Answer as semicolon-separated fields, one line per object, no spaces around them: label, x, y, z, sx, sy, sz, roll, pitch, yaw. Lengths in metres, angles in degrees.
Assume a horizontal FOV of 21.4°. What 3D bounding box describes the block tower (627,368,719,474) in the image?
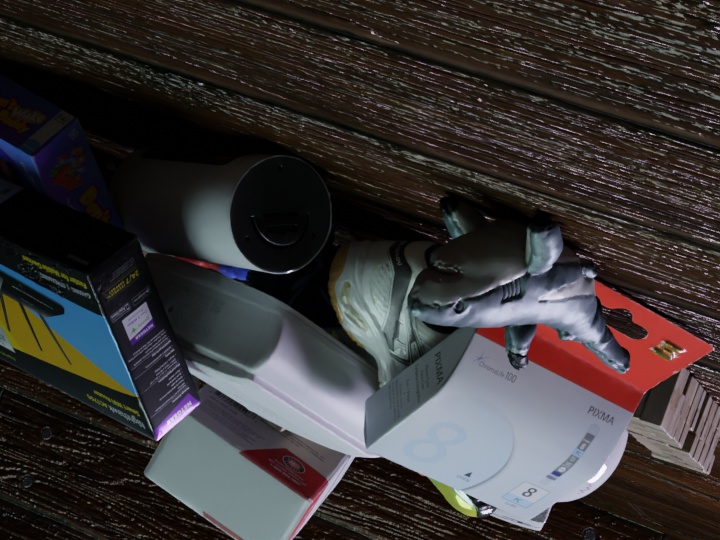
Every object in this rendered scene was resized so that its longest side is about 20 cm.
block tower;0.250;0.115;1.550;0.054;0.058;0.200;18;170;25

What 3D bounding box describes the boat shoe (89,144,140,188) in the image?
boat shoe;-0.172;-0.061;1.493;0.199;0.062;0.075;23;175;11

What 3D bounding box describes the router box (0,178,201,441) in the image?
router box;-0.210;0.021;1.338;0.199;0.051;0.150;21;140;43

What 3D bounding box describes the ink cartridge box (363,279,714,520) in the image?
ink cartridge box;0.124;0.089;1.322;0.160;0.047;0.200;27;132;-30

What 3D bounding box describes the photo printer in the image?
photo printer;-0.065;0.068;1.398;0.166;0.070;0.200;20;169;41

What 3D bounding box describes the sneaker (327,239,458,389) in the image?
sneaker;0.054;0.055;1.360;0.087;0.076;0.200;-10;137;26

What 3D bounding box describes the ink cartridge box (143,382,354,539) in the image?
ink cartridge box;-0.088;0.161;1.752;0.144;0.084;0.200;34;-156;6

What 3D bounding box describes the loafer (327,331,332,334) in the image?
loafer;-0.011;0.031;1.724;0.199;0.071;0.073;31;-155;3

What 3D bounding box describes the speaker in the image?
speaker;-0.102;-0.045;1.338;0.081;0.082;0.200;26;172;-30

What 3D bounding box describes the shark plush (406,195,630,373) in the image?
shark plush;0.102;0.022;1.207;0.090;0.084;0.200;17;171;34

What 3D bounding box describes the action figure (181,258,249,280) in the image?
action figure;-0.099;-0.013;1.594;0.199;0.066;0.099;15;-179;44

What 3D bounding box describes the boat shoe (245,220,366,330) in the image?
boat shoe;0.000;0.000;1.442;0.199;0.085;0.069;-1;152;24

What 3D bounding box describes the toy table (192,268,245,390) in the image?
toy table;-0.190;0.029;1.773;0.183;0.118;0.200;21;-169;-35

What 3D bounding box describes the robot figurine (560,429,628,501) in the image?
robot figurine;0.129;0.108;1.572;0.199;0.125;0.150;30;172;-21

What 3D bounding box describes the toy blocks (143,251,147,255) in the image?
toy blocks;-0.206;-0.024;1.604;0.100;0.136;0.200;61;161;-13

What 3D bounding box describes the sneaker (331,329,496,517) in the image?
sneaker;0.039;0.118;1.487;0.078;0.090;0.200;-12;-123;-45

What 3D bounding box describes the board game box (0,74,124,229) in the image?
board game box;-0.236;-0.051;1.408;0.134;0.045;0.201;30;152;34

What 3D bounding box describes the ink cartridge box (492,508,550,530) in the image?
ink cartridge box;0.158;0.163;1.798;0.084;0.147;0.200;19;173;8

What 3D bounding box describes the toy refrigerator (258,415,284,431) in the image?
toy refrigerator;-0.047;0.083;1.765;0.076;0.070;0.200;36;-159;14
